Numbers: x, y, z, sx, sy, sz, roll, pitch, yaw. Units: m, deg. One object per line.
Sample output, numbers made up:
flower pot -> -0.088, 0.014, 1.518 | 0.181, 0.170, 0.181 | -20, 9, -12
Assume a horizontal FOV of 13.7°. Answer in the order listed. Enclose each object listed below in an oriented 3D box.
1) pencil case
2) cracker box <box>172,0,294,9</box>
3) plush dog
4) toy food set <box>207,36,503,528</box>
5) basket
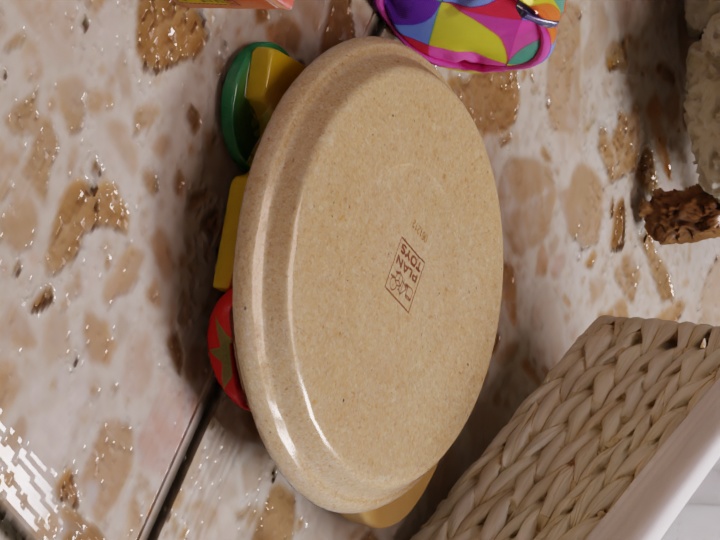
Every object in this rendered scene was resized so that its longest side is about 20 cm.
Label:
pencil case -> 0.069, -0.180, 1.288 | 0.088, 0.088, 0.201 | 50, 51, -48
cracker box -> -0.060, -0.211, 1.099 | 0.134, 0.057, 0.201 | 30, 69, -56
plush dog -> 0.209, -0.108, 1.495 | 0.200, 0.160, 0.173 | 37, 43, -56
toy food set -> 0.000, 0.000, 1.226 | 0.200, 0.048, 0.199 | 25, 72, -56
basket -> 0.119, 0.127, 1.328 | 0.200, 0.123, 0.136 | -48, 130, -30
